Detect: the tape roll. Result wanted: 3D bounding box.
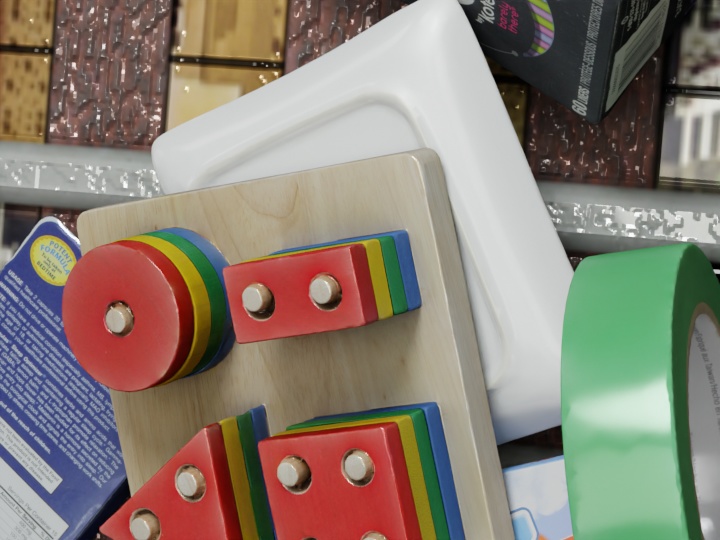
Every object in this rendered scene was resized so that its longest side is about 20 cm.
[{"bbox_3d":[0.132,0.090,1.062,0.048,0.200,0.201,-8,88,16],"label":"tape roll"}]

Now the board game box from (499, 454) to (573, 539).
[{"bbox_3d":[0.041,0.175,1.154,0.199,0.037,0.152,-16,85,32],"label":"board game box"}]

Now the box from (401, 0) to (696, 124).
[{"bbox_3d":[0.058,-0.178,1.112,0.200,0.122,0.106,34,69,15],"label":"box"}]

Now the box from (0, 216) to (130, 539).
[{"bbox_3d":[-0.170,0.084,1.249,0.121,0.032,0.200,43,104,13],"label":"box"}]

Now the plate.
[{"bbox_3d":[0.000,0.000,1.152,0.199,0.032,0.201,-23,90,36],"label":"plate"}]

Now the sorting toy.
[{"bbox_3d":[-0.045,0.061,1.127,0.198,0.070,0.201,-9,95,34],"label":"sorting toy"}]
